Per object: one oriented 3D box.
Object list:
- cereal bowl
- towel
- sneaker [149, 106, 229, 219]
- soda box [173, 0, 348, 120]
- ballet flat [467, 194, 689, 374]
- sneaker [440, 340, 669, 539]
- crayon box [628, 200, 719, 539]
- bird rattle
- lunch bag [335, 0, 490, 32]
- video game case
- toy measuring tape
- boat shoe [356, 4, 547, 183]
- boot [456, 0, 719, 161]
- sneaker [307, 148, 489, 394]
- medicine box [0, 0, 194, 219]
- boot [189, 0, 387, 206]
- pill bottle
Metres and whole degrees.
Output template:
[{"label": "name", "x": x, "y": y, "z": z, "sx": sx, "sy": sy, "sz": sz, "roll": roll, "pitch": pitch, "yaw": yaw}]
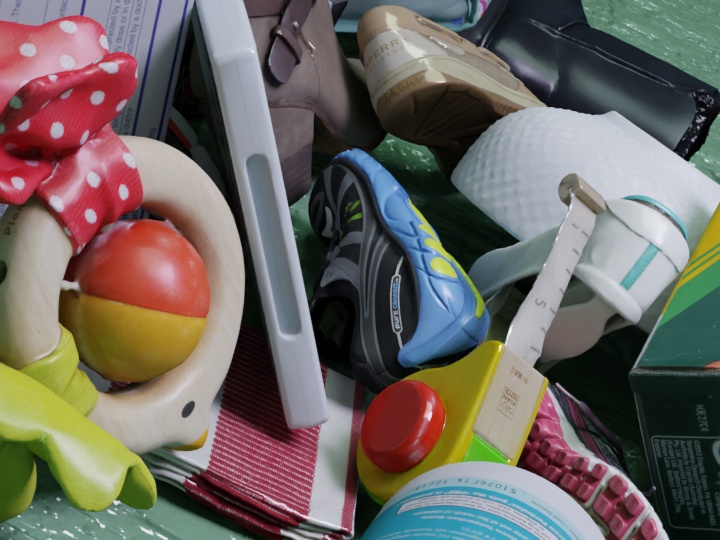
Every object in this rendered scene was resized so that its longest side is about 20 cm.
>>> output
[{"label": "cereal bowl", "x": 0.149, "y": -0.026, "z": 1.297, "sx": 0.199, "sy": 0.084, "sz": 0.200, "roll": 34, "pitch": 6, "yaw": -4}, {"label": "towel", "x": -0.091, "y": 0.048, "z": 1.081, "sx": 0.199, "sy": 0.023, "sz": 0.144, "roll": 26, "pitch": 25, "yaw": -9}, {"label": "sneaker", "x": -0.156, "y": -0.067, "z": 1.186, "sx": 0.200, "sy": 0.077, "sz": 0.082, "roll": 39, "pitch": 60, "yaw": 5}, {"label": "soda box", "x": -0.091, "y": -0.131, "z": 1.336, "sx": 0.071, "sy": 0.064, "sz": 0.200, "roll": 38, "pitch": 29, "yaw": 17}, {"label": "ballet flat", "x": 0.090, "y": 0.020, "z": 1.173, "sx": 0.069, "sy": 0.200, "sz": 0.070, "roll": 7, "pitch": 72, "yaw": -21}, {"label": "sneaker", "x": 0.102, "y": 0.110, "z": 1.097, "sx": 0.074, "sy": 0.081, "sz": 0.201, "roll": 26, "pitch": 26, "yaw": -42}, {"label": "crayon box", "x": 0.189, "y": 0.045, "z": 1.149, "sx": 0.050, "sy": 0.128, "sz": 0.200, "roll": -1, "pitch": 32, "yaw": 26}, {"label": "bird rattle", "x": -0.112, "y": 0.002, "z": 0.965, "sx": 0.112, "sy": 0.202, "sz": 0.163, "roll": -4, "pitch": -10, "yaw": 38}, {"label": "lunch bag", "x": -0.010, "y": -0.215, "z": 1.489, "sx": 0.198, "sy": 0.123, "sz": 0.171, "roll": -2, "pitch": 24, "yaw": 14}, {"label": "video game case", "x": -0.052, "y": -0.054, "z": 1.107, "sx": 0.024, "sy": 0.183, "sz": 0.200, "roll": -12, "pitch": 28, "yaw": -3}, {"label": "toy measuring tape", "x": 0.047, "y": 0.047, "z": 1.084, "sx": 0.073, "sy": 0.074, "sz": 0.201, "roll": 25, "pitch": 71, "yaw": -6}, {"label": "boat shoe", "x": 0.056, "y": -0.100, "z": 1.351, "sx": 0.065, "sy": 0.071, "sz": 0.200, "roll": 65, "pitch": 14, "yaw": 20}, {"label": "boot", "x": 0.152, "y": -0.132, "z": 1.549, "sx": 0.167, "sy": 0.077, "sz": 0.200, "roll": 27, "pitch": 34, "yaw": 4}, {"label": "sneaker", "x": 0.000, "y": 0.000, "z": 1.186, "sx": 0.071, "sy": 0.083, "sz": 0.200, "roll": 52, "pitch": 3, "yaw": -25}, {"label": "medicine box", "x": -0.180, "y": -0.087, "z": 1.015, "sx": 0.199, "sy": 0.183, "sz": 0.103, "roll": -10, "pitch": 34, "yaw": -42}, {"label": "boot", "x": -0.034, "y": -0.127, "z": 1.288, "sx": 0.070, "sy": 0.147, "sz": 0.200, "roll": 1, "pitch": 26, "yaw": 17}, {"label": "pill bottle", "x": 0.025, "y": 0.159, "z": 0.905, "sx": 0.110, "sy": 0.111, "sz": 0.200, "roll": 32, "pitch": 27, "yaw": 6}]
